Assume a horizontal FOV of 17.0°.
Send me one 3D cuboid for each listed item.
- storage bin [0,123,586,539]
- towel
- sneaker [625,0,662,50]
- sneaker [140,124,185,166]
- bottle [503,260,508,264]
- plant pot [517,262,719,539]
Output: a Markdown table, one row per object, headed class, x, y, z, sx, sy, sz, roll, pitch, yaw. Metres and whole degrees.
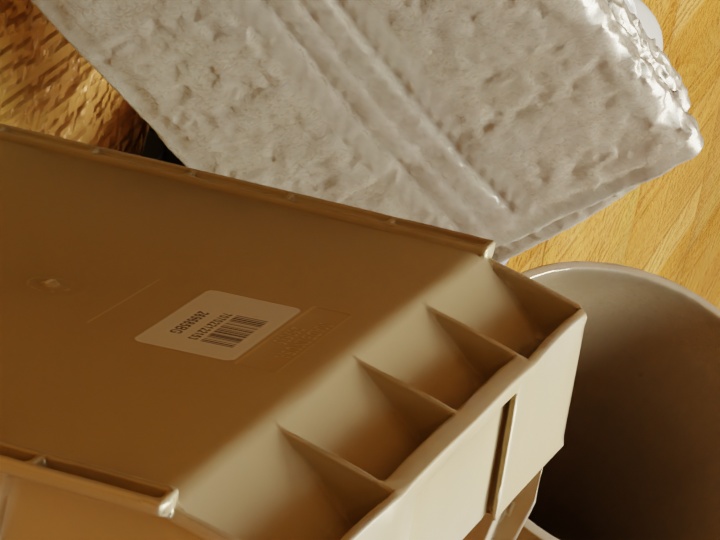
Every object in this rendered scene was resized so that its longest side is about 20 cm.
| class | x | y | z | sx | sy | sz | roll | pitch | yaw |
| --- | --- | --- | --- | --- | --- | --- | --- | --- | --- |
| storage bin | -0.073 | 0.043 | 0.537 | 0.200 | 0.198 | 0.094 | -34 | 135 | -65 |
| towel | 0.003 | -0.068 | 0.687 | 0.200 | 0.132 | 0.035 | 48 | 20 | -43 |
| sneaker | 0.051 | -0.059 | 0.866 | 0.200 | 0.070 | 0.100 | 12 | 79 | -59 |
| sneaker | -0.054 | 0.008 | 0.791 | 0.088 | 0.075 | 0.200 | 92 | 21 | -57 |
| bottle | 0.000 | 0.000 | 0.939 | 0.200 | 0.083 | 0.066 | -47 | 150 | -59 |
| plant pot | 0.111 | 0.131 | 1.301 | 0.188 | 0.187 | 0.200 | -59 | 174 | -39 |
